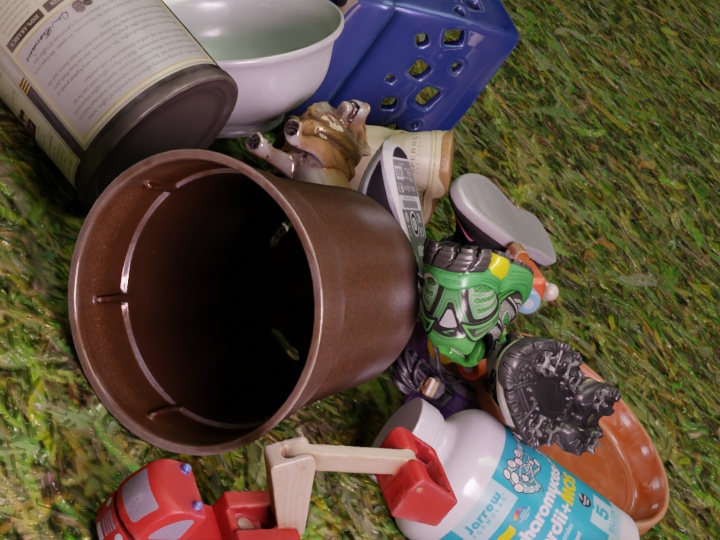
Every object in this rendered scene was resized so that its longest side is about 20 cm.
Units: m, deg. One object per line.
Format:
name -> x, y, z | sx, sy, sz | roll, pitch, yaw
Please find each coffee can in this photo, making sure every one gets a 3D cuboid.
coffee can -> -0.210, -0.166, 1.523 | 0.200, 0.146, 0.146 | 50, 26, 14

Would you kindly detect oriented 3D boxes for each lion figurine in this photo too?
lion figurine -> -0.023, -0.052, 1.578 | 0.122, 0.072, 0.201 | 27, 46, -54

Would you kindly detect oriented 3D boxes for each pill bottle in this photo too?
pill bottle -> 0.101, 0.178, 1.486 | 0.200, 0.111, 0.111 | 36, 26, -14

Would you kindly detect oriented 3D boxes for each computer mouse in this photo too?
computer mouse -> 0.029, 0.002, 1.517 | 0.110, 0.044, 0.201 | 3, 75, -73

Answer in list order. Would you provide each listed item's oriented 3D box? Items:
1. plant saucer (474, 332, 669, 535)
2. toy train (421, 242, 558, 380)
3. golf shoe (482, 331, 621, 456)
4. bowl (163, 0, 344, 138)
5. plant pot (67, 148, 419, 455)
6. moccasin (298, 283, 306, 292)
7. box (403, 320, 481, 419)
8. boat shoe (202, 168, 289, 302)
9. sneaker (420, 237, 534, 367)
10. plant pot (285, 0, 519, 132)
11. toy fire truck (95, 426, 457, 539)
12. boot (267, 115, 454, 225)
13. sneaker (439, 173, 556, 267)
plant saucer -> 0.171, 0.138, 1.653 | 0.200, 0.032, 0.201 | 32, 29, -20
toy train -> 0.113, 0.025, 1.656 | 0.149, 0.056, 0.200 | 5, 26, -13
golf shoe -> 0.121, 0.085, 1.483 | 0.094, 0.078, 0.200 | 28, -6, 26
bowl -> -0.112, -0.171, 1.697 | 0.200, 0.091, 0.201 | 0, 26, 0
plant pot -> -0.067, 0.016, 1.398 | 0.201, 0.200, 0.198 | 50, 23, 16
moccasin -> -0.001, 0.001, 1.667 | 0.078, 0.074, 0.201 | 36, 15, 8
box -> 0.122, 0.108, 1.709 | 0.199, 0.039, 0.137 | 33, 28, -20
boat shoe -> -0.102, -0.030, 1.562 | 0.072, 0.068, 0.200 | 41, 26, -7
sneaker -> 0.077, 0.027, 1.482 | 0.078, 0.086, 0.200 | 11, -1, 15
plant pot -> -0.003, -0.228, 1.879 | 0.179, 0.200, 0.201 | 10, 41, -40
toy fire truck -> -0.052, 0.148, 1.270 | 0.199, 0.141, 0.049 | 21, 32, -39
boot -> -0.006, -0.087, 1.772 | 0.154, 0.073, 0.200 | 5, -8, -6
sneaker -> 0.099, -0.023, 1.794 | 0.200, 0.099, 0.071 | 29, 36, -62
